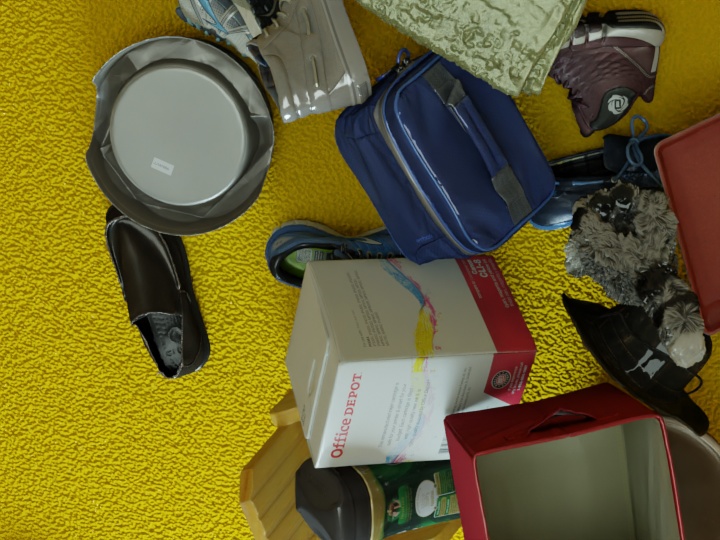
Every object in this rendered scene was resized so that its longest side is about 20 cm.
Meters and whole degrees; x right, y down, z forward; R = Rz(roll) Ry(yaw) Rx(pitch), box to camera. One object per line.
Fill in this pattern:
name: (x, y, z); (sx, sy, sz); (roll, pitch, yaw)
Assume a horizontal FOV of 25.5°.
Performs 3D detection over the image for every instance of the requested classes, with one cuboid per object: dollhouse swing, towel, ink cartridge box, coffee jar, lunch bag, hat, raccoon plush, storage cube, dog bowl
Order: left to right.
dog bowl: (-0.176, -0.139, 1.580); (0.197, 0.059, 0.203); (3, 111, 9)
dollhouse swing: (-0.003, 0.226, 1.626); (0.180, 0.176, 0.202); (-17, 106, 15)
coffee jar: (0.038, 0.212, 1.568); (0.198, 0.104, 0.086); (-11, 112, -28)
ink cartridge box: (0.042, 0.085, 1.528); (0.197, 0.145, 0.146); (-2, 132, -19)
lunch bag: (0.081, -0.116, 1.480); (0.132, 0.136, 0.201); (-12, 116, 55)
towel: (0.100, -0.255, 1.405); (0.198, 0.037, 0.150); (27, 103, -2)
storage cube: (0.180, 0.210, 1.415); (0.169, 0.180, 0.203); (-12, 96, -4)
raccoon plush: (0.239, 0.016, 1.445); (0.095, 0.134, 0.202); (-8, 67, -4)
hat: (0.279, 0.061, 1.505); (0.200, 0.201, 0.081); (37, 106, -6)

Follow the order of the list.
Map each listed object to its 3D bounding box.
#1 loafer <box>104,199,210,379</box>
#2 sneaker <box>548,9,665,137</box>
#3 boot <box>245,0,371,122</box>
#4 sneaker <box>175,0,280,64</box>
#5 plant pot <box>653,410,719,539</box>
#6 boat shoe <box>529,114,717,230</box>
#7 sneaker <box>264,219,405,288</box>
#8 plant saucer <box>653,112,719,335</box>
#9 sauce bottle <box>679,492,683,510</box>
loafer: (-0.209, 0.023, 1.639); (0.072, 0.071, 0.202); (-18, 107, 15)
sneaker: (0.186, -0.181, 1.497); (0.197, 0.076, 0.117); (1, 115, 9)
boot: (-0.063, -0.229, 1.461); (0.094, 0.202, 0.074); (-17, 150, -5)
sneaker: (-0.127, -0.257, 1.531); (0.086, 0.078, 0.201); (-30, 101, 37)
plant pot: (0.276, 0.230, 1.559); (0.198, 0.093, 0.204); (1, 99, 4)
boat shoe: (0.244, -0.096, 1.511); (0.198, 0.084, 0.069); (-21, 115, 14)
sneaker: (0.000, 0.000, 1.585); (0.197, 0.089, 0.080); (2, 111, 4)
plant saucer: (0.373, -0.070, 1.484); (0.198, 0.037, 0.202); (-25, 112, -12)
sauce bottle: (0.302, 0.228, 1.636); (0.198, 0.065, 0.065); (20, 113, 0)
